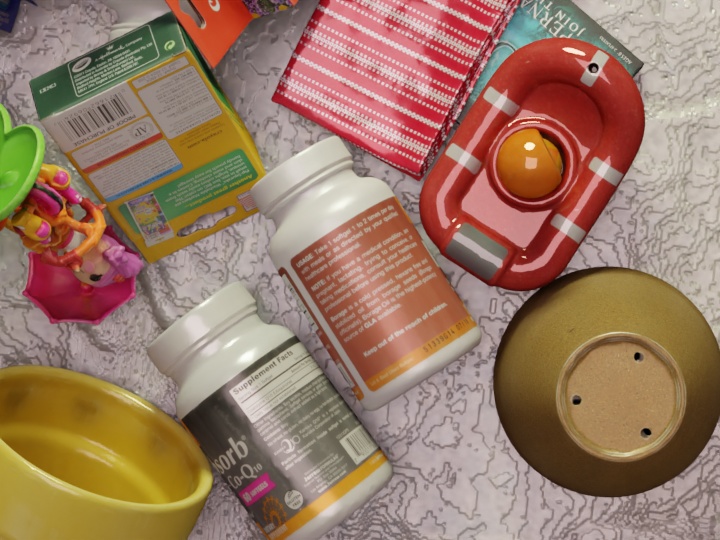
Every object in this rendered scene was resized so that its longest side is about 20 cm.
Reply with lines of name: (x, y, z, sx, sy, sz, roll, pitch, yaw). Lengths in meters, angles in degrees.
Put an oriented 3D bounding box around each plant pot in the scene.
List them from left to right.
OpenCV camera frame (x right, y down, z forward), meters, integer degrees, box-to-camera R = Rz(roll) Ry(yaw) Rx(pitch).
plant pot: (-0.241, 0.205, 1.442, 0.200, 0.201, 0.189, 27, 107, 5)
plant pot: (0.191, 0.091, 1.392, 0.186, 0.200, 0.187, 0, 91, 5)

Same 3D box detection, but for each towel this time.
towel: (0.033, -0.191, 1.467, 0.144, 0.022, 0.200, 29, 99, 7)

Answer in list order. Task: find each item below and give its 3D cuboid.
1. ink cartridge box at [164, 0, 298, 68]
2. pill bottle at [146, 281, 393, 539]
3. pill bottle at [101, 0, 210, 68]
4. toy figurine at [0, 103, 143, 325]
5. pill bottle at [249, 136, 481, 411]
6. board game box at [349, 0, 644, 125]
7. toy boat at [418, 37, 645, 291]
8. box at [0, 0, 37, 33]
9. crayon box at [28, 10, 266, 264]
ink cartridge box: (-0.079, -0.260, 1.417, 0.050, 0.200, 0.109, -9, 126, 42)
pill bottle: (-0.074, 0.116, 1.457, 0.116, 0.116, 0.200, -38, 86, 4)
pill bottle: (-0.154, -0.262, 1.469, 0.111, 0.111, 0.201, 4, 89, 5)
toy figurine: (-0.241, -0.029, 1.443, 0.200, 0.184, 0.150, -7, 59, 46)
pill bottle: (0.000, 0.000, 1.453, 0.112, 0.112, 0.200, -32, 87, 4)
board game box: (0.109, -0.179, 1.486, 0.200, 0.028, 0.135, 41, 93, 5)
toy boat: (0.132, -0.083, 1.404, 0.130, 0.131, 0.200, 32, 95, 3)
box: (-0.364, -0.236, 1.484, 0.200, 0.119, 0.042, 20, 93, 5)
crayon box: (-0.159, -0.101, 1.455, 0.125, 0.200, 0.052, -25, 51, 4)
